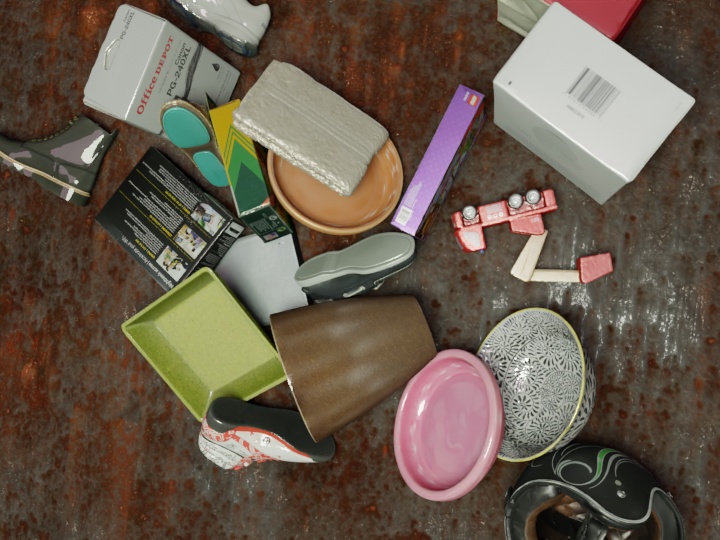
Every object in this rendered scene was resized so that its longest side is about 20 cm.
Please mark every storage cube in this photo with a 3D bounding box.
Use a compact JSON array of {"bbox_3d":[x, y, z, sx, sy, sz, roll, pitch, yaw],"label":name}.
[{"bbox_3d":[0.292,-0.393,0.888,0.199,0.171,0.181,33,97,10],"label":"storage cube"}]

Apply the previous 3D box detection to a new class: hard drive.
[{"bbox_3d":[-0.181,0.022,1.051,0.198,0.033,0.141,-15,86,12],"label":"hard drive"}]

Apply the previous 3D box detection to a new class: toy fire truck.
[{"bbox_3d":[0.237,-0.038,0.955,0.198,0.049,0.143,-13,87,12],"label":"toy fire truck"}]

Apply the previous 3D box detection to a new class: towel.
[{"bbox_3d":[-0.069,-0.199,0.950,0.199,0.034,0.133,33,61,-5],"label":"towel"}]

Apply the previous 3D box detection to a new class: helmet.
[{"bbox_3d":[0.296,0.317,0.866,0.199,0.190,0.203,2,93,43],"label":"helmet"}]

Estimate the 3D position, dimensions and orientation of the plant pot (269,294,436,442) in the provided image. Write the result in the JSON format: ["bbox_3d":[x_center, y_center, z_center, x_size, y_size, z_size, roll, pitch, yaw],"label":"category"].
[{"bbox_3d":[-0.002,0.113,0.952,0.198,0.187,0.189,-21,85,-4],"label":"plant pot"}]

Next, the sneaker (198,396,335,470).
[{"bbox_3d":[-0.145,0.261,1.028,0.200,0.068,0.108,20,129,-12],"label":"sneaker"}]

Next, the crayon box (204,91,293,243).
[{"bbox_3d":[-0.161,-0.155,0.987,0.050,0.127,0.202,-20,74,4],"label":"crayon box"}]

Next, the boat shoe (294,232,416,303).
[{"bbox_3d":[0.000,0.000,0.965,0.198,0.076,0.061,-11,129,35],"label":"boat shoe"}]

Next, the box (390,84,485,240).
[{"bbox_3d":[0.111,-0.141,0.938,0.039,0.137,0.201,27,95,9],"label":"box"}]

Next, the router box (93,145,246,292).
[{"bbox_3d":[-0.294,-0.074,1.045,0.200,0.051,0.150,41,92,20],"label":"router box"}]

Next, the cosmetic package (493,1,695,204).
[{"bbox_3d":[0.283,-0.202,0.871,0.199,0.200,0.123,40,94,9],"label":"cosmetic package"}]

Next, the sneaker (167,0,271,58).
[{"bbox_3d":[-0.226,-0.412,1.058,0.199,0.075,0.088,32,84,4],"label":"sneaker"}]

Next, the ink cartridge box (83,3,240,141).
[{"bbox_3d":[-0.281,-0.268,0.987,0.083,0.200,0.146,26,95,19],"label":"ink cartridge box"}]

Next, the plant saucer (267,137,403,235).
[{"bbox_3d":[-0.037,-0.141,0.981,0.198,0.037,0.202,5,69,-14],"label":"plant saucer"}]

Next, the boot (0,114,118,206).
[{"bbox_3d":[-0.503,-0.211,1.109,0.199,0.077,0.139,29,91,-2],"label":"boot"}]

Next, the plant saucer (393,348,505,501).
[{"bbox_3d":[0.125,0.210,0.927,0.050,0.200,0.202,21,95,-32],"label":"plant saucer"}]

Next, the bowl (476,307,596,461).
[{"bbox_3d":[0.244,0.161,0.909,0.094,0.200,0.202,22,95,-29],"label":"bowl"}]

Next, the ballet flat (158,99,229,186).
[{"bbox_3d":[-0.235,-0.198,0.989,0.070,0.200,0.066,-6,64,6],"label":"ballet flat"}]

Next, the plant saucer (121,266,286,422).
[{"bbox_3d":[-0.221,0.107,1.009,0.199,0.048,0.201,-30,104,26],"label":"plant saucer"}]
